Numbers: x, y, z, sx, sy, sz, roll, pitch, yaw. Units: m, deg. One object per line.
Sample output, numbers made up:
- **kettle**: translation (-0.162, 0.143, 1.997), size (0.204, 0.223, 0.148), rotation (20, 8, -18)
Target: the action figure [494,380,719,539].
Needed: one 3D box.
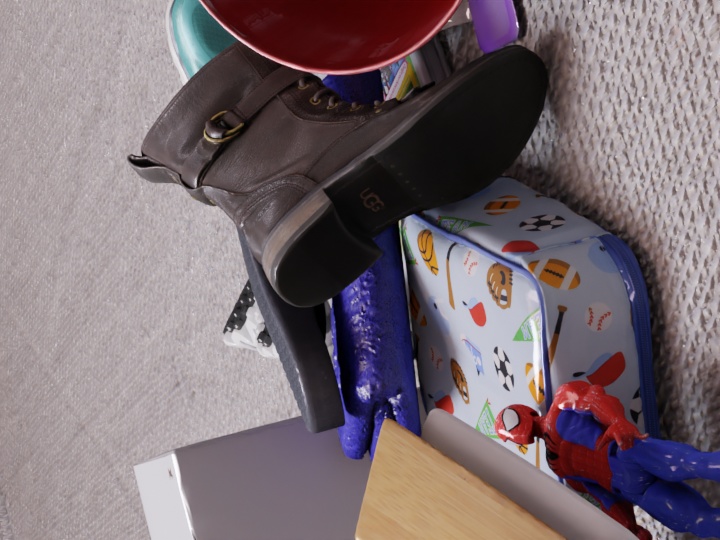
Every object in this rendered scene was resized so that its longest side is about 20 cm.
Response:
- **action figure**: translation (0.134, 0.095, 1.328), size (0.200, 0.052, 0.066), rotation (21, 129, 50)

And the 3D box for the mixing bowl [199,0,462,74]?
- **mixing bowl**: translation (0.004, -0.208, 1.443), size (0.199, 0.108, 0.201), rotation (11, 111, 30)

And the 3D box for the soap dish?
- **soap dish**: translation (0.095, 0.162, 1.350), size (0.157, 0.081, 0.200), rotation (32, 169, 42)

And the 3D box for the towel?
- **towel**: translation (0.000, 0.000, 1.588), size (0.148, 0.049, 0.201), rotation (79, -175, -68)

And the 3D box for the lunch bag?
- **lunch bag**: translation (0.087, 0.043, 1.492), size (0.200, 0.075, 0.161), rotation (-144, 41, -64)

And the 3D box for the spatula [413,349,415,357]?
- **spatula**: translation (0.009, 0.073, 1.801), size (0.021, 0.056, 0.200), rotation (67, 158, 16)

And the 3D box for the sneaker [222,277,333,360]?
- **sneaker**: translation (-0.027, 0.034, 1.808), size (0.075, 0.081, 0.200), rotation (-62, 12, -4)

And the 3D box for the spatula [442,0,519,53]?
- **spatula**: translation (0.034, -0.135, 1.578), size (0.200, 0.020, 0.057), rotation (-18, 84, 57)

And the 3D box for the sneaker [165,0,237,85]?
- **sneaker**: translation (-0.055, -0.098, 1.806), size (0.200, 0.077, 0.080), rotation (60, 175, -3)

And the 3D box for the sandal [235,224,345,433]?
- **sandal**: translation (-0.034, 0.013, 1.578), size (0.076, 0.043, 0.200), rotation (80, 171, -46)

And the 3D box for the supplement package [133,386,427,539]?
- **supplement package**: translation (-0.017, 0.144, 1.680), size (0.120, 0.199, 0.122), rotation (157, 100, -72)

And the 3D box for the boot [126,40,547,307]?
- **boot**: translation (-0.017, -0.085, 1.510), size (0.174, 0.200, 0.069), rotation (49, 174, 46)

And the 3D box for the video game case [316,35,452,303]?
- **video game case**: translation (0.015, -0.098, 1.703), size (0.200, 0.022, 0.183), rotation (117, 138, -63)
